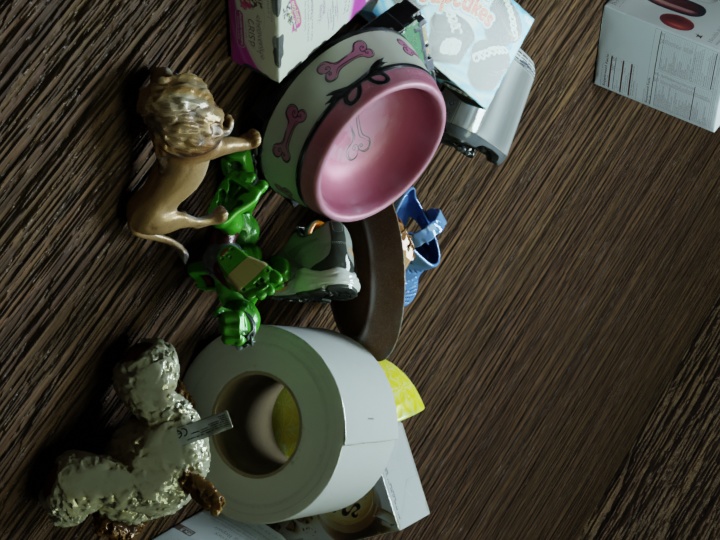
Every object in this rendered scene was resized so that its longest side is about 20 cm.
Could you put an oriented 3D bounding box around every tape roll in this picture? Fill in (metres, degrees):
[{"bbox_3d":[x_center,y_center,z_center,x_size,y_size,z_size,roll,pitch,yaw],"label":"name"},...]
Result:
[{"bbox_3d":[-0.078,0.159,1.697,0.139,0.202,0.204,8,107,-65],"label":"tape roll"}]

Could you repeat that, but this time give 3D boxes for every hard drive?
[{"bbox_3d":[-0.012,-0.169,1.634,0.199,0.038,0.140,-37,148,-14],"label":"hard drive"}]

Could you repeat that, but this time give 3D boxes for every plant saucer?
[{"bbox_3d":[0.000,0.000,1.766,0.034,0.201,0.202,-4,127,-19],"label":"plant saucer"}]

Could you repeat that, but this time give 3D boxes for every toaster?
[{"bbox_3d":[0.131,-0.206,1.875,0.130,0.113,0.200,-67,155,1],"label":"toaster"}]

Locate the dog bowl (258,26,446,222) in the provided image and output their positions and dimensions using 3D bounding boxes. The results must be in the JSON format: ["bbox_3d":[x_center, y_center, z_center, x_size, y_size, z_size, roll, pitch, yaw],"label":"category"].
[{"bbox_3d":[0.000,-0.134,1.583,0.199,0.074,0.201,-32,146,-24],"label":"dog bowl"}]

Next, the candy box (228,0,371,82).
[{"bbox_3d":[-0.041,-0.286,1.490,0.200,0.061,0.137,-46,152,-37],"label":"candy box"}]

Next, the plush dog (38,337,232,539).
[{"bbox_3d":[-0.199,0.185,1.569,0.201,0.160,0.172,-59,180,-11],"label":"plush dog"}]

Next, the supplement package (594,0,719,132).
[{"bbox_3d":[0.478,-0.342,2.359,0.191,0.199,0.148,-47,151,-35],"label":"supplement package"}]

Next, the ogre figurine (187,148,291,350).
[{"bbox_3d":[-0.117,-0.012,1.546,0.097,0.201,0.120,-18,160,-11],"label":"ogre figurine"}]

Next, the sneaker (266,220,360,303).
[{"bbox_3d":[-0.053,-0.007,1.643,0.073,0.200,0.080,3,84,-24],"label":"sneaker"}]

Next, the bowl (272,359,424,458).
[{"bbox_3d":[-0.036,0.141,1.854,0.200,0.199,0.109,-16,87,-60],"label":"bowl"}]

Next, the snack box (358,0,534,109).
[{"bbox_3d":[0.092,-0.272,1.713,0.199,0.037,0.117,34,82,-39],"label":"snack box"}]

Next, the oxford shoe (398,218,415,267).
[{"bbox_3d":[0.030,-0.043,1.850,0.071,0.071,0.202,-74,168,-65],"label":"oxford shoe"}]

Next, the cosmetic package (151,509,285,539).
[{"bbox_3d":[-0.181,0.336,1.790,0.200,0.101,0.075,-22,133,-59],"label":"cosmetic package"}]

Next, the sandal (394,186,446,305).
[{"bbox_3d":[0.057,-0.022,1.943,0.080,0.087,0.201,-51,155,-32],"label":"sandal"}]

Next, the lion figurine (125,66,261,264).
[{"bbox_3d":[-0.165,-0.085,1.427,0.122,0.072,0.201,-11,129,-49],"label":"lion figurine"}]

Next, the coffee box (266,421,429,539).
[{"bbox_3d":[-0.034,0.257,1.864,0.080,0.199,0.114,-14,86,-59],"label":"coffee box"}]
